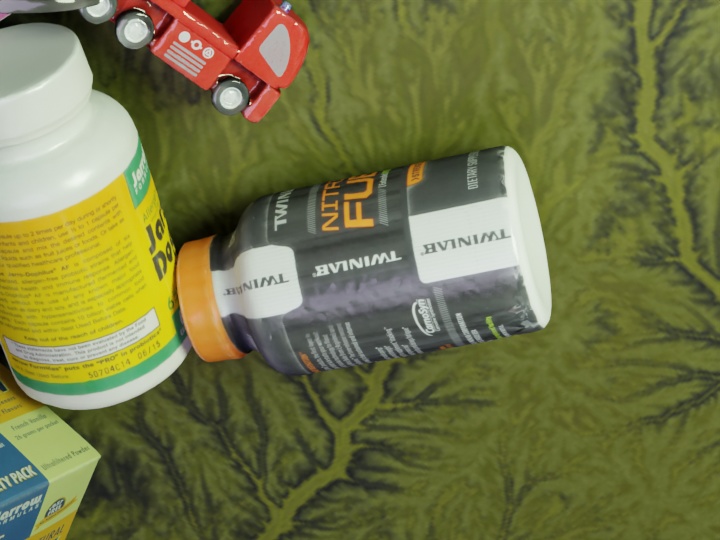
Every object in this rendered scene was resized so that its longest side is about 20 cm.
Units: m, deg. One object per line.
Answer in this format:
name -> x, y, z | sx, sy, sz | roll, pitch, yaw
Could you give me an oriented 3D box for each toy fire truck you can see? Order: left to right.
toy fire truck -> -0.090, -0.182, 1.066 | 0.200, 0.049, 0.141 | 34, 102, -28

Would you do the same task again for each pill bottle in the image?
pill bottle -> -0.167, -0.031, 1.137 | 0.113, 0.113, 0.200 | -8, 124, 10
pill bottle -> 0.000, 0.000, 1.151 | 0.200, 0.106, 0.106 | -11, 121, 11

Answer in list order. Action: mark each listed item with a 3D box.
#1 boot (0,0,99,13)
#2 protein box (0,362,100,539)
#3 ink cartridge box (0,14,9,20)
boot -> -0.195, -0.236, 0.999 | 0.188, 0.068, 0.200 | 22, 108, 19
protein box -> -0.291, 0.140, 1.200 | 0.199, 0.135, 0.200 | 39, 125, 21
ink cartridge box -> -0.241, -0.217, 1.075 | 0.095, 0.037, 0.200 | -28, 114, 20
